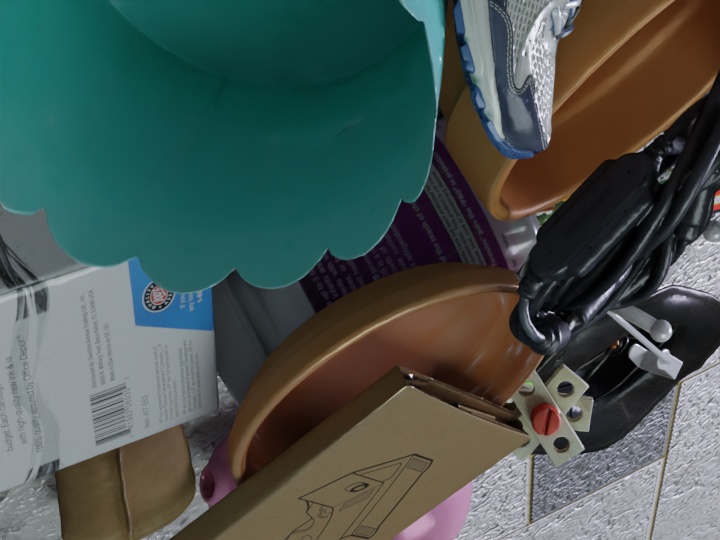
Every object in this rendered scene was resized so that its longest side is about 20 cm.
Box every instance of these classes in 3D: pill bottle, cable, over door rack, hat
[{"bbox_3d":[0.000,0.000,1.025,0.199,0.113,0.112,-29,151,-3],"label":"pill bottle"},{"bbox_3d":[0.155,-0.031,0.893,0.200,0.051,0.163,-48,162,3],"label":"cable"},{"bbox_3d":[0.199,-0.024,1.078,0.148,0.066,0.200,-61,149,-6],"label":"over door rack"},{"bbox_3d":[0.168,0.053,1.293,0.200,0.081,0.201,-24,148,-17],"label":"hat"}]

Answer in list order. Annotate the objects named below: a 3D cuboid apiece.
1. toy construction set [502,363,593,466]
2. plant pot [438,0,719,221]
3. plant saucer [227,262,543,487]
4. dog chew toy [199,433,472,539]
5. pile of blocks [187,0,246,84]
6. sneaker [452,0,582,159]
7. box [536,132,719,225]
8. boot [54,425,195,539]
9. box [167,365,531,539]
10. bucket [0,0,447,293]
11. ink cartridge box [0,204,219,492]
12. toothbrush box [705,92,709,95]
[{"bbox_3d":[0.076,0.059,1.137,0.092,0.132,0.200,-18,-168,-9],"label":"toy construction set"},{"bbox_3d":[0.097,-0.140,0.835,0.200,0.140,0.200,-37,166,-11],"label":"plant pot"},{"bbox_3d":[0.014,0.059,0.975,0.199,0.038,0.201,-24,151,-14],"label":"plant saucer"},{"bbox_3d":[-0.020,0.149,1.236,0.199,0.125,0.125,3,137,-34],"label":"dog chew toy"},{"bbox_3d":[-0.054,-0.130,0.826,0.082,0.062,0.200,-12,146,-30],"label":"pile of blocks"},{"bbox_3d":[0.080,-0.145,0.702,0.085,0.202,0.077,2,-179,8],"label":"sneaker"},{"bbox_3d":[0.181,-0.078,1.144,0.199,0.038,0.137,-13,146,-29],"label":"box"},{"bbox_3d":[-0.183,0.124,1.098,0.174,0.066,0.200,-21,151,-16],"label":"boot"},{"bbox_3d":[-0.015,0.133,1.006,0.200,0.021,0.163,-38,152,15],"label":"box"},{"bbox_3d":[-0.058,-0.107,0.706,0.206,0.135,0.208,6,133,7],"label":"bucket"},{"bbox_3d":[-0.181,0.035,0.921,0.199,0.086,0.147,-18,138,-18],"label":"ink cartridge box"},{"bbox_3d":[0.279,-0.166,0.957,0.199,0.086,0.146,-17,179,-22],"label":"toothbrush box"}]
